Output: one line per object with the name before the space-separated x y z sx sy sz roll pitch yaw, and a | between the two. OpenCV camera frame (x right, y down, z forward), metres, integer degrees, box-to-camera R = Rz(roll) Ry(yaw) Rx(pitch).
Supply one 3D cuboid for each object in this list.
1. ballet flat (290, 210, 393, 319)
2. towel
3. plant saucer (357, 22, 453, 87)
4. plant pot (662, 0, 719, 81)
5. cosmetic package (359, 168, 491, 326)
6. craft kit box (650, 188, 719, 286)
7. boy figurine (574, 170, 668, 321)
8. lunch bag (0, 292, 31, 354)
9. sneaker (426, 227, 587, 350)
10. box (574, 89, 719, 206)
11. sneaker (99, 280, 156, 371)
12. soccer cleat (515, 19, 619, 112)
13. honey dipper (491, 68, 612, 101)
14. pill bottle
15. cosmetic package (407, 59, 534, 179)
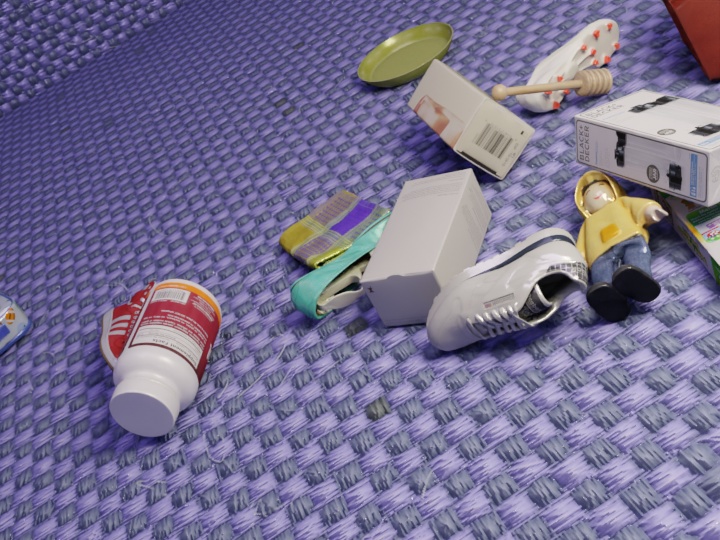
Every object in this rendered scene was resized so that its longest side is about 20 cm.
ballet flat | 0.000 0.000 1.143 0.199 0.068 0.071 -36 58 -9
towel | -0.041 -0.062 1.255 0.143 0.023 0.200 -35 23 -8
plant saucer | 0.089 -0.406 1.629 0.198 0.031 0.201 -21 34 15
plant pot | 0.502 -0.374 1.133 0.175 0.200 0.201 -30 30 23
cosmetic package | 0.087 -0.031 1.083 0.106 0.085 0.201 -7 40 32
craft kit box | 0.440 -0.075 0.905 0.198 0.049 0.199 -24 36 9
boy figurine | 0.284 -0.041 0.948 0.124 0.064 0.201 -38 29 34
lunch bag | -0.680 0.126 1.487 0.159 0.076 0.200 15 53 45
sneaker | 0.155 0.035 0.931 0.199 0.076 0.081 -37 36 23
box | 0.346 -0.142 0.949 0.116 0.061 0.200 -22 29 -20
sneaker | -0.320 0.086 1.258 0.112 0.072 0.200 -35 31 -1
soccer cleat | 0.316 -0.317 1.303 0.200 0.070 0.077 -44 32 -15
honey dipper | 0.269 -0.261 1.206 0.198 0.038 0.038 -10 26 -24
pill bottle | -0.260 0.115 1.134 0.112 0.114 0.201 -15 36 21
cosmetic package | 0.156 -0.224 1.249 0.088 0.103 0.200 -56 28 16
